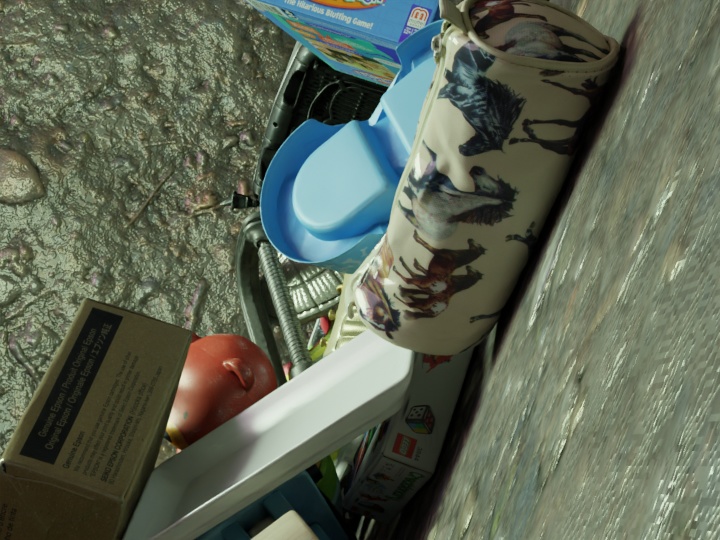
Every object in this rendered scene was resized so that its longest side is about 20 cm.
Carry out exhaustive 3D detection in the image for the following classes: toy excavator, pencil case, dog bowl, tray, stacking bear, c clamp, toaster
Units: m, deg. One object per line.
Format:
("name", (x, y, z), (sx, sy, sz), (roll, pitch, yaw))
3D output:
("toy excavator", (-0.038, 0.168, 1.049), (0.100, 0.200, 0.195), (-37, -49, -10))
("pencil case", (0.054, -0.046, 0.924), (0.078, 0.089, 0.200), (-73, 3, -54))
("dog bowl", (0.027, -0.075, 1.197), (0.200, 0.050, 0.112), (-39, 50, 15))
("tray", (-0.044, 0.093, 1.012), (0.200, 0.022, 0.107), (-34, 14, 18))
("stacking bear", (-0.076, 0.129, 1.205), (0.114, 0.121, 0.200), (-32, -52, -21))
("c clamp", (-0.054, 0.037, 1.293), (0.171, 0.027, 0.200), (99, 155, -52))
("toaster", (0.003, -0.126, 1.614), (0.119, 0.199, 0.181), (-80, 9, -56))

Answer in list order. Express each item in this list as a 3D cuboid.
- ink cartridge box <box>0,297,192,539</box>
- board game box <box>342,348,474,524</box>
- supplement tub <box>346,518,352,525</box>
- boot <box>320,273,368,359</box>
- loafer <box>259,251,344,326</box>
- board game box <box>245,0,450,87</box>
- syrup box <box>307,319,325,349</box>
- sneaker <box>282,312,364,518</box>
("ink cartridge box", (-0.171, 0.144, 1.086), (0.165, 0.075, 0.200), (-76, 4, -57))
("board game box", (0.044, 0.040, 1.092), (0.126, 0.035, 0.201), (117, 173, -68))
("supplement tub", (-0.081, 0.191, 1.435), (0.145, 0.145, 0.201), (115, 174, -70))
("boot", (0.000, 0.000, 1.268), (0.200, 0.073, 0.156), (1, 69, 46))
("loafer", (0.012, -0.021, 1.374), (0.200, 0.072, 0.063), (-40, -31, 14))
("board game box", (0.017, -0.170, 1.333), (0.045, 0.152, 0.200), (-69, -22, -3))
("syrup box", (0.014, 0.021, 1.479), (0.079, 0.081, 0.200), (-75, 4, -62))
("sneaker", (-0.024, 0.106, 1.368), (0.078, 0.090, 0.200), (87, -159, -56))
